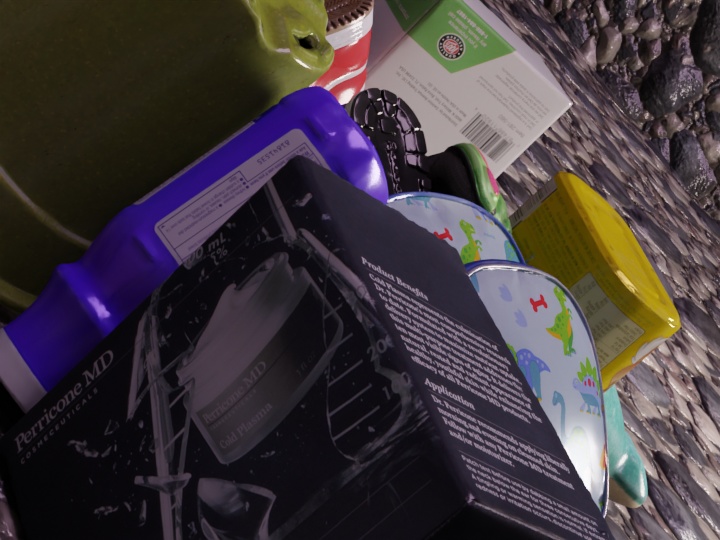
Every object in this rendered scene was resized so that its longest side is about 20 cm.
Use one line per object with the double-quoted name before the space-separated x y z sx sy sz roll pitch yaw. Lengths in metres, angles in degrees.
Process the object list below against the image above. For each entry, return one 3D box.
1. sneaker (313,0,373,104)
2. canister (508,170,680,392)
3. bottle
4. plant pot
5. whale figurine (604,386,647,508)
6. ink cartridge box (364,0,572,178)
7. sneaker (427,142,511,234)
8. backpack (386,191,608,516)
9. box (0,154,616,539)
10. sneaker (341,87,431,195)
"sneaker" -0.080 -0.118 1.287 0.071 0.200 0.113 55 -22 39
"canister" 0.092 0.049 1.188 0.087 0.200 0.149 36 20 -33
"bottle" -0.082 -0.004 0.876 0.065 0.200 0.084 52 -9 19
"plant pot" -0.122 -0.108 0.940 0.200 0.190 0.200 51 21 -27
"whale figurine" 0.158 0.100 1.408 0.200 0.104 0.159 37 19 -33
"ink cartridge box" 0.033 -0.113 1.414 0.146 0.200 0.084 39 16 -31
"sneaker" 0.026 -0.038 1.187 0.200 0.084 0.077 11 -52 60
"backpack" 0.034 0.061 0.962 0.183 0.147 0.200 9 68 -50
"box" -0.025 0.099 0.783 0.124 0.200 0.197 31 23 -42
"sneaker" 0.000 0.000 1.113 0.076 0.088 0.200 14 64 -40
